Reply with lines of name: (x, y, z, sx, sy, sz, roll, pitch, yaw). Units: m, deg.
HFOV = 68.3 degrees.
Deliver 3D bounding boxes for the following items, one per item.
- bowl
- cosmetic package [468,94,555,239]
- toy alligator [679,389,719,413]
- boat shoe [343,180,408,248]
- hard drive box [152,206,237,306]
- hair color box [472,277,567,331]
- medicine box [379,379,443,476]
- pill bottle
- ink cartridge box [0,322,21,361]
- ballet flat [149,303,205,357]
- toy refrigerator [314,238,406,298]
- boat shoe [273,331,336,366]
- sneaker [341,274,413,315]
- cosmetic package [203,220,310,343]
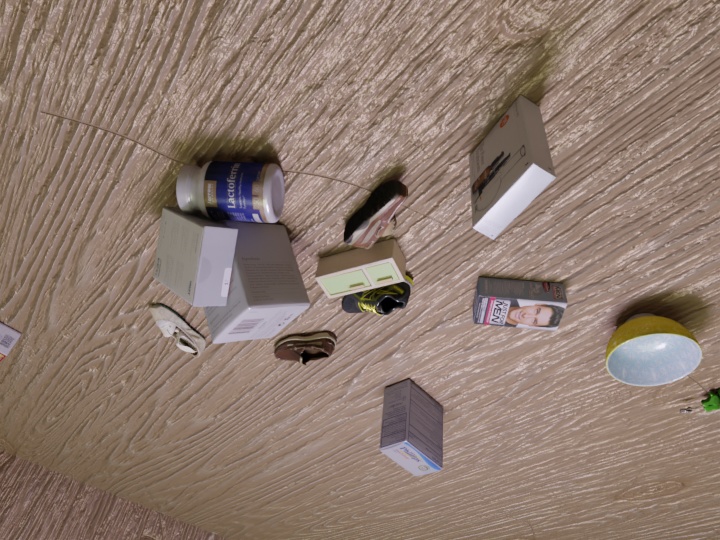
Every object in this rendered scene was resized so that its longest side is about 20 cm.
bowl: (0.664, 0.166, 1.228, 0.194, 0.109, 0.203, 5, 136, 5)
cosmetic package: (0.247, -0.176, 0.895, 0.051, 0.203, 0.151, 25, 134, -17)
toy alligator: (0.944, 0.338, 1.393, 0.195, 0.059, 0.056, -12, 90, 23)
boat shoe: (0.040, -0.110, 1.101, 0.073, 0.077, 0.199, 25, 143, -22)
hard drive box: (-0.343, -0.032, 1.086, 0.076, 0.198, 0.160, 3, 104, -44)
hair color box: (0.365, 0.078, 1.231, 0.194, 0.062, 0.100, 4, 136, 5)
medicine box: (0.153, 0.460, 1.552, 0.102, 0.203, 0.182, -26, 126, 32)
pill bottle: (-0.259, -0.159, 1.068, 0.194, 0.117, 0.117, 3, 136, 7)
ink cartridge box: (-1.189, 0.218, 1.645, 0.198, 0.085, 0.175, -29, 123, 34)
ballet flat: (-0.513, 0.173, 1.488, 0.067, 0.063, 0.200, -24, 126, 30)
toy refrigerator: (0.000, 0.000, 1.214, 0.196, 0.071, 0.077, -14, 131, 22)
boat shoe: (-0.161, 0.225, 1.465, 0.198, 0.076, 0.075, -18, 130, 26)
sneaker: (0.032, 0.069, 1.265, 0.197, 0.086, 0.075, -22, 127, 29)
cosmetic package: (-0.240, 0.025, 1.151, 0.164, 0.204, 0.167, 0, 152, -46)
